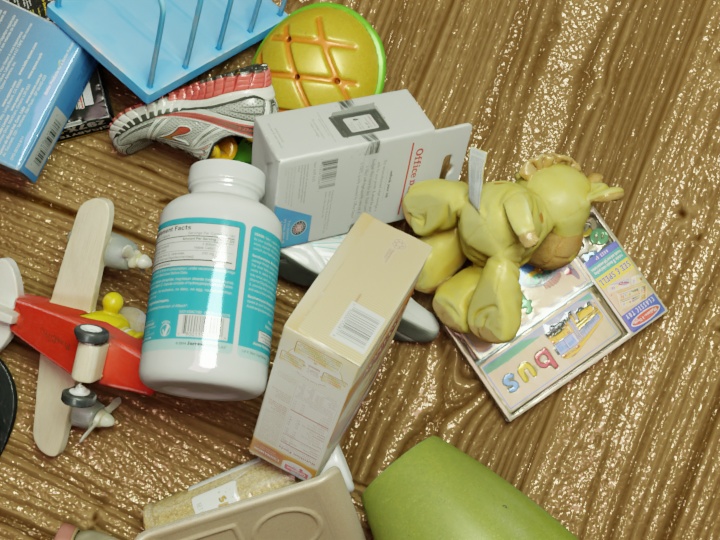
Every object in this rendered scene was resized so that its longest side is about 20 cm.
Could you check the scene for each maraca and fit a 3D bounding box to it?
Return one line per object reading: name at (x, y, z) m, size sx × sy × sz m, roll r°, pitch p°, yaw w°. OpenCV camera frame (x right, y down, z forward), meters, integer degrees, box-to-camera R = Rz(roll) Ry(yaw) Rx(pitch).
maraca at (-0.058, -0.171, 1.016) m, size 0.137 × 0.107 × 0.200 m, roll 41°, pitch 105°, yaw 13°

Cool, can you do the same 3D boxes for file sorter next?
file sorter at (-0.169, -0.281, 0.961) m, size 0.139 × 0.123 × 0.200 m, roll 41°, pitch 51°, yaw 11°

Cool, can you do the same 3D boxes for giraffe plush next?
giraffe plush at (0.151, -0.046, 0.972) m, size 0.162 × 0.200 × 0.173 m, roll -20°, pitch 53°, yaw -34°

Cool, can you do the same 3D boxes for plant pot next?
plant pot at (0.097, 0.261, 0.939) m, size 0.187 × 0.187 × 0.200 m, roll -39°, pitch 73°, yaw -4°

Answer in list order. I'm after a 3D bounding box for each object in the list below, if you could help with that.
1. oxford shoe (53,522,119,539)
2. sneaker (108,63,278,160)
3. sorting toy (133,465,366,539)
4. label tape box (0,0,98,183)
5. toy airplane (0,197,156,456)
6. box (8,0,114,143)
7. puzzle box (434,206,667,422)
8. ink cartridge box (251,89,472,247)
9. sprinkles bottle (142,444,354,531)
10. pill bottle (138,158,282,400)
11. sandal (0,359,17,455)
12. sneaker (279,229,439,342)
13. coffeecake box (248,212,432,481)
oxford shoe at (-0.277, 0.350, 0.976) m, size 0.075 × 0.070 × 0.201 m, roll 12°, pitch 85°, yaw -5°
sneaker at (-0.166, -0.138, 0.992) m, size 0.199 × 0.078 × 0.082 m, roll -8°, pitch 106°, yaw 34°
sorting toy at (-0.095, 0.269, 0.955) m, size 0.199 × 0.186 × 0.037 m, roll -20°, pitch 41°, yaw -5°
label tape box at (-0.377, -0.194, 0.983) m, size 0.199 × 0.066 × 0.144 m, roll 25°, pitch 83°, yaw 4°
toy airplane at (-0.271, 0.058, 0.986) m, size 0.200 × 0.141 × 0.200 m, roll -33°, pitch 72°, yaw 32°
box at (-0.352, -0.225, 1.042) m, size 0.159 × 0.049 × 0.201 m, roll -15°, pitch 85°, yaw -5°
puzzle box at (0.193, 0.044, 1.034) m, size 0.200 × 0.025 × 0.133 m, roll -35°, pitch 86°, yaw -4°
ink cartridge box at (-0.002, -0.101, 0.980) m, size 0.199 × 0.116 × 0.067 m, roll -14°, pitch 51°, yaw -22°
sprinkles bottle at (-0.108, 0.222, 0.991) m, size 0.199 × 0.068 × 0.068 m, roll -23°, pitch 85°, yaw -2°
pill bottle at (-0.127, 0.008, 0.891) m, size 0.110 × 0.111 × 0.201 m, roll 5°, pitch 73°, yaw 0°
sandal at (-0.392, 0.178, 1.001) m, size 0.075 × 0.048 × 0.201 m, roll 13°, pitch 85°, yaw 1°
sneaker at (0.000, 0.000, 1.015) m, size 0.200 × 0.070 × 0.080 m, roll 33°, pitch 64°, yaw -4°
coffeecake box at (-0.021, 0.074, 0.914) m, size 0.073 × 0.200 × 0.154 m, roll 27°, pitch 49°, yaw 7°
